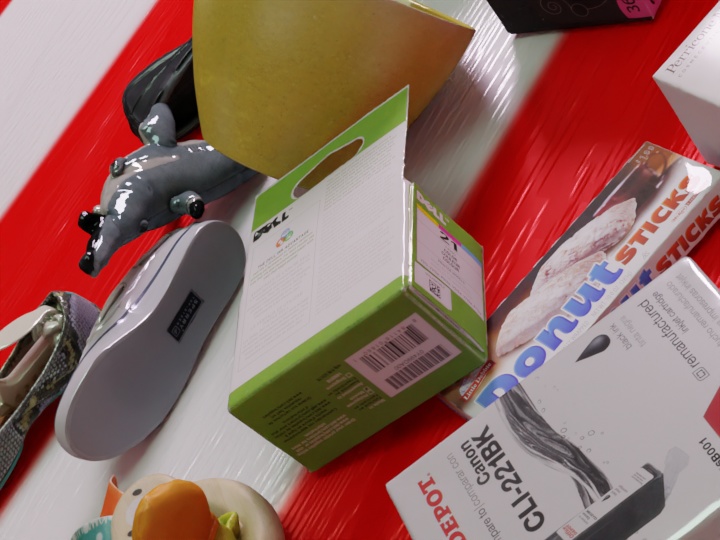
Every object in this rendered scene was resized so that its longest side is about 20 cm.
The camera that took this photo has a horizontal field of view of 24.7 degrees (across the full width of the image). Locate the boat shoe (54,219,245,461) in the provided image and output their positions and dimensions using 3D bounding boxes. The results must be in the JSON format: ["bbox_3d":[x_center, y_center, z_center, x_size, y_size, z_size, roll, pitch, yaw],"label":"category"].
[{"bbox_3d":[-0.152,0.048,1.137,0.065,0.074,0.200,-2,42,46],"label":"boat shoe"}]

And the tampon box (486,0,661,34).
[{"bbox_3d":[0.152,-0.289,1.127,0.125,0.150,0.201,0,54,42],"label":"tampon box"}]

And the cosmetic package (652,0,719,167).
[{"bbox_3d":[0.268,-0.088,0.883,0.108,0.085,0.200,-49,39,-6],"label":"cosmetic package"}]

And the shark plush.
[{"bbox_3d":[-0.142,-0.059,1.172,0.083,0.092,0.200,12,19,20],"label":"shark plush"}]

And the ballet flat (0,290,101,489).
[{"bbox_3d":[-0.261,0.095,1.178,0.072,0.072,0.201,18,66,48],"label":"ballet flat"}]

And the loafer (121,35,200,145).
[{"bbox_3d":[-0.104,-0.171,1.308,0.200,0.068,0.071,-40,45,11],"label":"loafer"}]

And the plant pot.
[{"bbox_3d":[-0.037,-0.139,1.139,0.200,0.199,0.143,37,109,52],"label":"plant pot"}]

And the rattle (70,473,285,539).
[{"bbox_3d":[-0.143,0.151,0.969,0.200,0.142,0.131,35,97,46],"label":"rattle"}]

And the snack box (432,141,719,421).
[{"bbox_3d":[0.129,0.012,0.954,0.200,0.024,0.072,-48,36,-8],"label":"snack box"}]

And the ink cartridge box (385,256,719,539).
[{"bbox_3d":[0.129,0.113,0.807,0.199,0.084,0.145,-38,38,5],"label":"ink cartridge box"}]

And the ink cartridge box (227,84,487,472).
[{"bbox_3d":[0.000,0.000,1.019,0.147,0.076,0.201,-34,32,28],"label":"ink cartridge box"}]
